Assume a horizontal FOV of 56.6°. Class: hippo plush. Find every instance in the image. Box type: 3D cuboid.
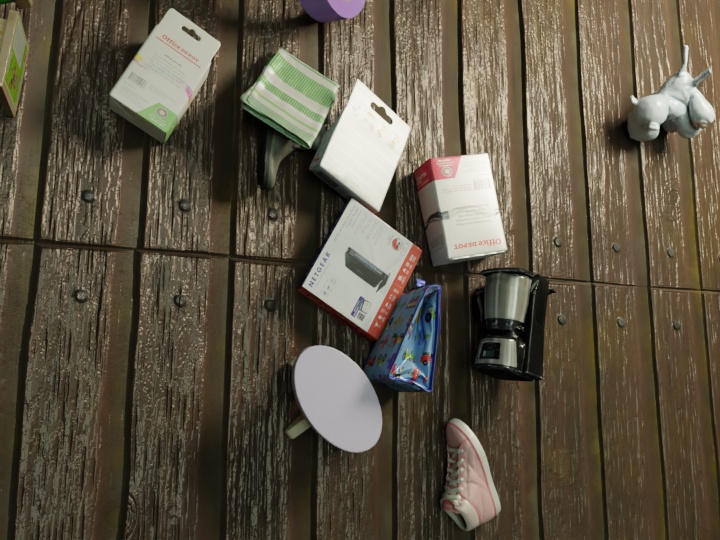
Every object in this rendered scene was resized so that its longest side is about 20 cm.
[{"bbox_3d":[0.711,-0.363,1.545,0.159,0.201,0.161,-33,71,-14],"label":"hippo plush"}]

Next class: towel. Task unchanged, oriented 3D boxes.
[{"bbox_3d":[-0.127,-0.328,1.251,0.150,0.023,0.203,30,46,-10],"label":"towel"}]

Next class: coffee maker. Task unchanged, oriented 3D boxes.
[{"bbox_3d":[0.318,0.115,1.334,0.186,0.134,0.207,13,77,-19],"label":"coffee maker"}]

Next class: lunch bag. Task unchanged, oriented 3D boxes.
[{"bbox_3d":[0.084,0.113,1.236,0.092,0.150,0.206,19,75,-16],"label":"lunch bag"}]

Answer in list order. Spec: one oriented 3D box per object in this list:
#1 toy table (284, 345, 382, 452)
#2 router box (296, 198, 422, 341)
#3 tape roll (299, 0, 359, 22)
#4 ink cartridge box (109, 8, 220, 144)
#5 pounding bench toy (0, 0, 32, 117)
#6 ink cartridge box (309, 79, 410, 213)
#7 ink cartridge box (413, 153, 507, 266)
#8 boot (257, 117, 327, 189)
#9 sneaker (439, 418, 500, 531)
[{"bbox_3d":[-0.054,0.225,1.183,0.181,0.117,0.204,-29,92,-23],"label":"toy table"},{"bbox_3d":[0.000,0.000,1.278,0.177,0.049,0.204,33,71,-13],"label":"router box"},{"bbox_3d":[-0.058,-0.590,1.287,0.198,0.064,0.208,-13,105,-58],"label":"tape roll"},{"bbox_3d":[-0.346,-0.348,1.196,0.115,0.067,0.204,32,73,-12],"label":"ink cartridge box"},{"bbox_3d":[-0.623,-0.380,1.066,0.151,0.124,0.207,10,77,-18],"label":"pounding bench toy"},{"bbox_3d":[0.002,-0.239,1.303,0.161,0.049,0.205,34,65,-30],"label":"ink cartridge box"},{"bbox_3d":[0.202,-0.122,1.356,0.140,0.084,0.207,-8,83,-21],"label":"ink cartridge box"},{"bbox_3d":[-0.122,-0.240,1.262,0.127,0.068,0.207,12,72,-20],"label":"boot"},{"bbox_3d":[0.190,0.394,1.268,0.103,0.075,0.206,-23,93,-28],"label":"sneaker"}]
